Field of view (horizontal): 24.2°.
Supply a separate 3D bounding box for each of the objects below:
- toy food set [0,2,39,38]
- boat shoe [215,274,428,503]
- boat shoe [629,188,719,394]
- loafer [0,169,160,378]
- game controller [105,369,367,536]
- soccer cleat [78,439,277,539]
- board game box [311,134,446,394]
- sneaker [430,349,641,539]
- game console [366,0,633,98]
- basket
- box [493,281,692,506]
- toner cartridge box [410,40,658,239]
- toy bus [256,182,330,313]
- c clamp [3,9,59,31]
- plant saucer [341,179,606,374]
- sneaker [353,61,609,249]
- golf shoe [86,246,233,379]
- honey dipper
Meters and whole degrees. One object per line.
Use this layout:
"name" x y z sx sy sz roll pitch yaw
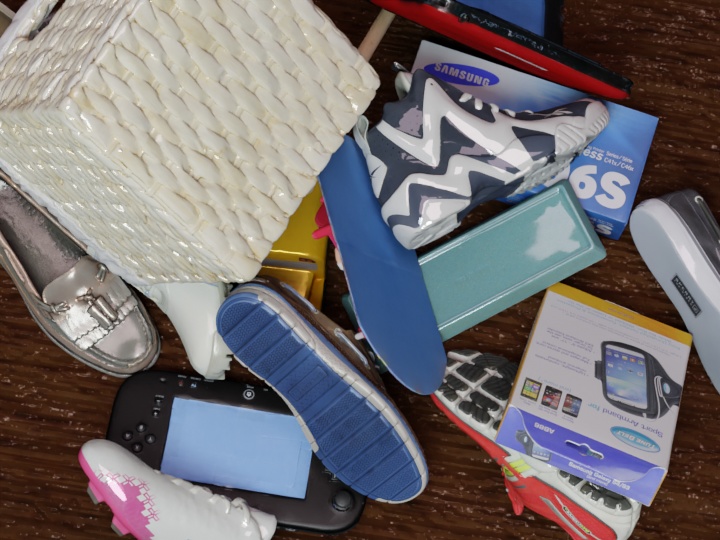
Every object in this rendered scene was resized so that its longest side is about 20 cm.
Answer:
"toy food set" -0.345 -0.136 1.286 0.143 0.060 0.201 36 97 10
"boat shoe" -0.016 0.079 1.220 0.072 0.072 0.200 -35 100 28
"boat shoe" 0.283 0.025 1.289 0.066 0.070 0.201 -26 75 -22
"loafer" -0.231 0.000 1.274 0.072 0.063 0.200 -42 79 -13
"game controller" -0.090 0.134 1.250 0.198 0.042 0.105 9 73 0
"soccer cleat" -0.113 0.179 1.194 0.086 0.070 0.200 -40 107 1
"board game box" 0.000 0.000 1.217 0.039 0.158 0.202 -22 73 20
"sneaker" 0.118 0.138 1.241 0.077 0.085 0.200 -25 53 -37
"game console" 0.109 -0.226 1.288 0.199 0.172 0.120 18 95 -32
"basket" -0.127 -0.116 1.144 0.200 0.160 0.199 45 68 -32
"box" 0.170 0.090 1.215 0.118 0.042 0.200 22 35 5
"toner cartridge box" 0.126 -0.103 1.331 0.198 0.043 0.096 18 72 4
"toy bus" -0.050 -0.054 1.288 0.064 0.078 0.202 7 70 0
"c clamp" -0.203 -0.177 1.281 0.199 0.027 0.172 -25 96 33
"plant saucer" 0.084 0.003 1.285 0.199 0.019 0.070 -28 75 5
"sneaker" 0.082 -0.114 1.261 0.198 0.080 0.130 -29 80 -14
"golf shoe" -0.156 -0.003 1.264 0.096 0.078 0.201 -10 63 -22
"honey dipper" -0.011 -0.144 1.266 0.038 0.038 0.201 24 62 5
